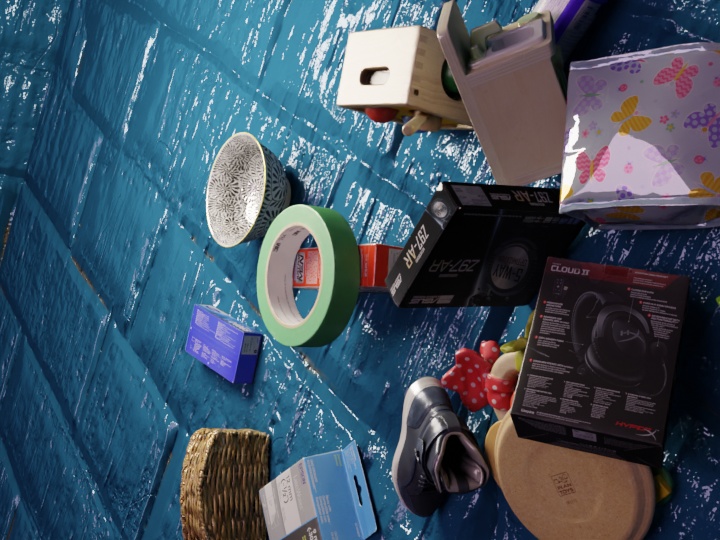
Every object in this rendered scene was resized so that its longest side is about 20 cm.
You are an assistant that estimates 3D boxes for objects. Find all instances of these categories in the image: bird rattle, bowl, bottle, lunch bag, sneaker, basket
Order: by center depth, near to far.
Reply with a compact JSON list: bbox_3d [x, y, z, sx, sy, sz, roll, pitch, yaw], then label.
[{"bbox_3d":[0.318,-0.130,0.926,0.198,0.126,0.172,-2,80,40],"label":"lunch bag"},{"bbox_3d":[0.189,0.142,1.071,0.200,0.112,0.164,-42,69,43],"label":"bird rattle"},{"bbox_3d":[0.225,-0.277,1.109,0.065,0.083,0.201,42,120,17],"label":"bottle"},{"bbox_3d":[0.097,0.257,1.127,0.146,0.076,0.204,-127,32,-58],"label":"sneaker"},{"bbox_3d":[-0.253,0.373,1.552,0.148,0.142,0.203,-10,75,50],"label":"basket"},{"bbox_3d":[-0.185,-0.134,1.598,0.200,0.093,0.203,-13,73,49],"label":"bowl"}]

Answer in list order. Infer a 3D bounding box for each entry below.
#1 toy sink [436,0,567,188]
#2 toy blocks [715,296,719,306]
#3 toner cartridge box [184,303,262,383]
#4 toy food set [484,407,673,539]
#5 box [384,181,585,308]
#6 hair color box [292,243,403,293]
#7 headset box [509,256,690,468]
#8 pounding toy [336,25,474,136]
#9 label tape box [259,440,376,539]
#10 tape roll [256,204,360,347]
[{"bbox_3d":[0.178,-0.217,1.026,0.111,0.201,0.131,-18,25,19],"label":"toy sink"},{"bbox_3d":[0.428,0.074,0.792,0.136,0.099,0.201,-39,54,27],"label":"toy blocks"},{"bbox_3d":[-0.257,0.134,1.682,0.199,0.043,0.096,22,100,51],"label":"toner cartridge box"},{"bbox_3d":[0.232,0.226,0.992,0.199,0.048,0.200,52,130,16],"label":"toy food set"},{"bbox_3d":[0.147,-0.026,1.050,0.161,0.198,0.044,-61,41,38],"label":"box"},{"bbox_3d":[0.000,0.000,1.323,0.199,0.110,0.065,0,85,53],"label":"hair color box"},{"bbox_3d":[0.249,0.081,0.927,0.147,0.077,0.202,8,63,21],"label":"headset box"},{"bbox_3d":[0.078,-0.235,1.207,0.199,0.183,0.144,13,94,52],"label":"pounding toy"},{"bbox_3d":[-0.068,0.364,1.381,0.200,0.066,0.145,-44,51,40],"label":"label tape box"},{"bbox_3d":[-0.078,0.008,1.296,0.199,0.048,0.203,-8,79,51],"label":"tape roll"}]
